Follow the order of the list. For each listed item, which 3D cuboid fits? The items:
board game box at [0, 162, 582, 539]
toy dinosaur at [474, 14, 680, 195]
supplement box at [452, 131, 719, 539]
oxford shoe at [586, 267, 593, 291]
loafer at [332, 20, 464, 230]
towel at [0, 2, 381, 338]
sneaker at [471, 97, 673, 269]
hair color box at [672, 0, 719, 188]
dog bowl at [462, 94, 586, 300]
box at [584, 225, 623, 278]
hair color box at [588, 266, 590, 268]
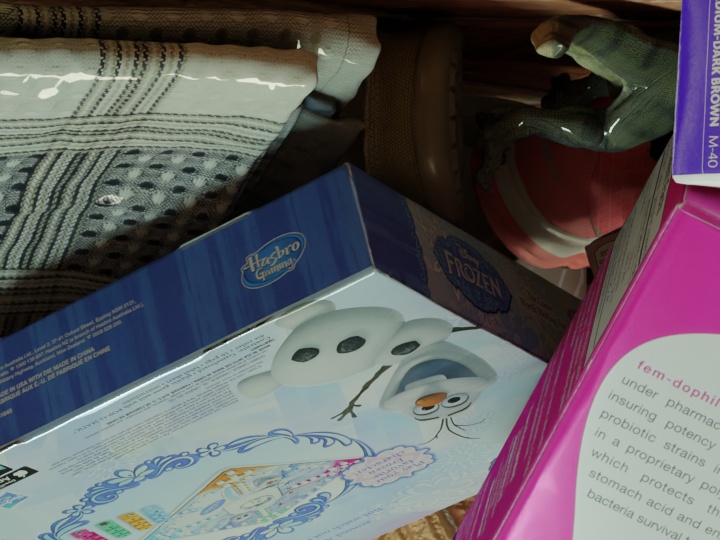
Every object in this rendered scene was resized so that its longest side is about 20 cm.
[{"bbox_3d":[-0.032,0.049,0.907,0.200,0.043,0.199,-25,152,22],"label":"board game box"},{"bbox_3d":[0.086,-0.058,0.865,0.088,0.048,0.200,-19,166,37],"label":"toy dinosaur"},{"bbox_3d":[0.104,0.059,0.823,0.101,0.200,0.103,26,-151,-1],"label":"supplement box"},{"bbox_3d":[0.072,0.014,1.125,0.199,0.073,0.071,-3,134,10],"label":"oxford shoe"},{"bbox_3d":[-0.007,-0.044,0.917,0.067,0.076,0.200,0,175,-9],"label":"loafer"},{"bbox_3d":[-0.107,-0.018,0.825,0.199,0.035,0.193,-2,149,-26],"label":"towel"},{"bbox_3d":[0.141,-0.040,0.999,0.200,0.074,0.087,-5,163,-38],"label":"sneaker"},{"bbox_3d":[0.185,-0.050,0.685,0.109,0.065,0.200,4,179,-34],"label":"hair color box"},{"bbox_3d":[0.000,0.000,1.067,0.199,0.059,0.200,-12,-153,6],"label":"dog bowl"},{"bbox_3d":[0.191,0.005,0.903,0.200,0.100,0.095,-23,166,27],"label":"box"},{"bbox_3d":[0.133,0.017,1.209,0.100,0.061,0.200,2,139,-9],"label":"hair color box"}]
